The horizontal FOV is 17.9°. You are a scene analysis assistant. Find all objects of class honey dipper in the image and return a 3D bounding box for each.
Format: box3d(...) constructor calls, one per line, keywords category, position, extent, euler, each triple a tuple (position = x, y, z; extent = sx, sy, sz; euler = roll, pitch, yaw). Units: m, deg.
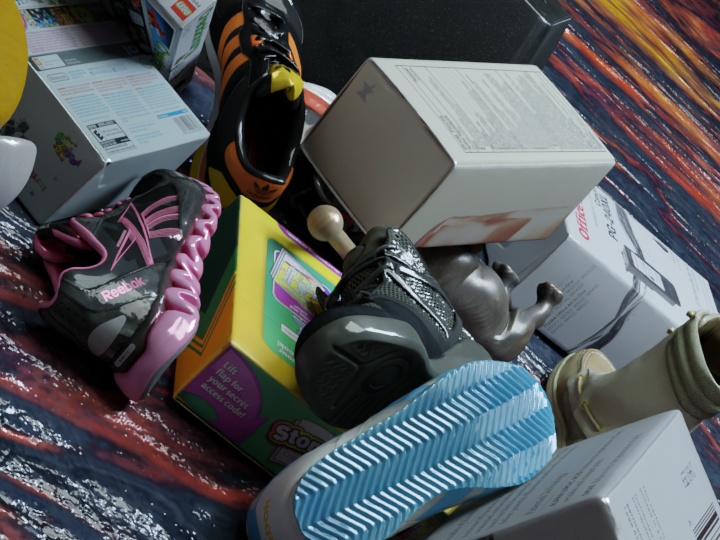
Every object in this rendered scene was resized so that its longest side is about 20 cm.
box3d(category="honey dipper", position=(0.000, 0.000, 1.483), extent=(0.038, 0.038, 0.200), euler=(56, 3, 22))

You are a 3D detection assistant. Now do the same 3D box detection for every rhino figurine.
box3d(category="rhino figurine", position=(0.060, -0.005, 1.613), extent=(0.200, 0.060, 0.088), euler=(45, 64, -32))

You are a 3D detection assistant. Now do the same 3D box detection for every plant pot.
box3d(category="plant pot", position=(0.049, -0.181, 1.762), extent=(0.200, 0.177, 0.200), euler=(48, 14, 2))

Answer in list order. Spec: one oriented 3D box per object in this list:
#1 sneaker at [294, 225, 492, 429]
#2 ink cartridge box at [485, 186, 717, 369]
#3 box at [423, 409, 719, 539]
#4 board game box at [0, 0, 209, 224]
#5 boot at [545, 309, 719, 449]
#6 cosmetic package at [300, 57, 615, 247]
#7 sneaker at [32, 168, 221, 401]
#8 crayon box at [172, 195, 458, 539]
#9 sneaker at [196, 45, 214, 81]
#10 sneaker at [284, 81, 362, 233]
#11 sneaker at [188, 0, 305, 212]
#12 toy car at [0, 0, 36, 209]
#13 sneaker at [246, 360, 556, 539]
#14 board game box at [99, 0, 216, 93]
box3d(category="sneaker", position=(0.001, 0.030, 1.318), extent=(0.114, 0.076, 0.199), euler=(55, 20, 20))
box3d(category="ink cartridge box", position=(0.201, 0.014, 1.863), extent=(0.200, 0.083, 0.145), euler=(38, 23, -23))
box3d(category="box", position=(0.139, 0.208, 1.279), extent=(0.199, 0.130, 0.200), euler=(67, 22, -3))
box3d(category="board game box", position=(-0.201, -0.131, 1.385), extent=(0.200, 0.064, 0.148), euler=(52, 21, 6))
box3d(category="boot", position=(0.209, 0.083, 1.662), extent=(0.072, 0.155, 0.200), euler=(42, 22, -12))
box3d(category="cosmetic package", position=(0.068, -0.079, 1.543), extent=(0.200, 0.087, 0.103), euler=(-2, 50, -52))
box3d(category="sneaker", position=(-0.138, -0.012, 1.300), extent=(0.095, 0.079, 0.200), euler=(29, 25, -14))
box3d(category="crayon box", position=(-0.020, 0.071, 1.385), extent=(0.200, 0.058, 0.173), euler=(39, 24, -21))
box3d(category="sneaker", position=(-0.153, -0.199, 1.598), extent=(0.200, 0.079, 0.074), euler=(35, 41, 11))
box3d(category="sneaker", position=(-0.013, -0.049, 1.620), extent=(0.200, 0.077, 0.082), euler=(41, 54, -35))
box3d(category="sneaker", position=(-0.060, -0.128, 1.494), extent=(0.070, 0.090, 0.201), euler=(15, 69, -26))
box3d(category="toy car", position=(-0.252, -0.120, 1.152), extent=(0.200, 0.149, 0.176), euler=(20, 70, -75))
box3d(category="sneaker", position=(0.024, 0.106, 1.275), extent=(0.200, 0.081, 0.077), euler=(-20, 89, -35))
box3d(category="board game box", position=(-0.153, -0.182, 1.462), extent=(0.126, 0.035, 0.200), euler=(48, -13, 1))
